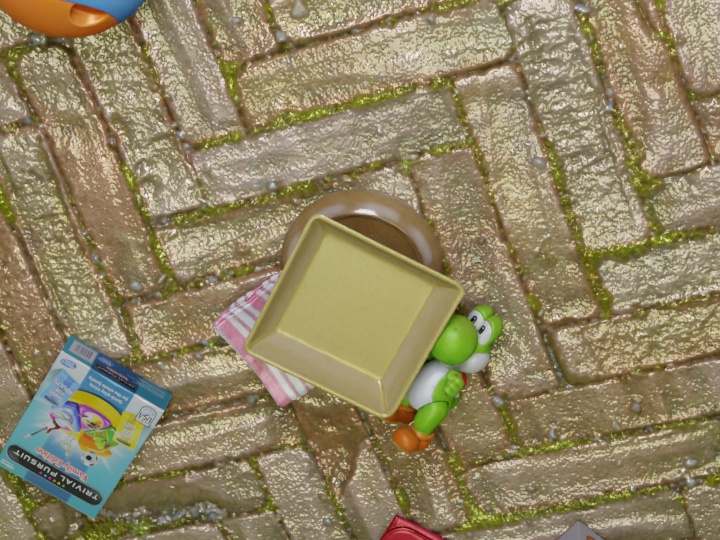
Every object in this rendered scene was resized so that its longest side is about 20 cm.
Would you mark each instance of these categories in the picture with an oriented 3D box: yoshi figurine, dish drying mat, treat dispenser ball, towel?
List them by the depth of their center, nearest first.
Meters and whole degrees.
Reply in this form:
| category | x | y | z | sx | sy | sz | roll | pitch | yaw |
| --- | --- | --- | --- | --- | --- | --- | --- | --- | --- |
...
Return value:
| category | x | y | z | sx | sy | sz | roll | pitch | yaw |
| --- | --- | --- | --- | --- | --- | --- | --- | --- | --- |
| treat dispenser ball | -0.310 | -0.348 | 1.554 | 0.200 | 0.201 | 0.202 | 2 | 114 | 5 |
| yoshi figurine | 0.088 | 0.120 | 1.774 | 0.112 | 0.112 | 0.200 | 35 | 111 | -2 |
| towel | -0.061 | 0.065 | 1.777 | 0.200 | 0.030 | 0.146 | -33 | 107 | 19 |
| dish drying mat | 0.116 | 0.396 | 1.941 | 0.199 | 0.018 | 0.077 | 28 | 115 | -7 |

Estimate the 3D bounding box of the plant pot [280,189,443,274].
| category | x | y | z | sx | sy | sz | roll | pitch | yaw |
| --- | --- | --- | --- | --- | --- | --- | --- | --- | --- |
| plant pot | 0.000 | 0.000 | 1.771 | 0.199 | 0.028 | 0.201 | 2 | 114 | 6 |

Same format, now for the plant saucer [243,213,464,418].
| category | x | y | z | sx | sy | sz | roll | pitch | yaw |
| --- | --- | --- | --- | --- | --- | --- | --- | --- | --- |
| plant saucer | -0.008 | 0.049 | 1.729 | 0.199 | 0.048 | 0.200 | 26 | 111 | -7 |

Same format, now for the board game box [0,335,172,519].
| category | x | y | z | sx | sy | sz | roll | pitch | yaw |
| --- | --- | --- | --- | --- | --- | --- | --- | --- | --- |
| board game box | -0.357 | 0.204 | 1.893 | 0.151 | 0.047 | 0.200 | 31 | 114 | -7 |

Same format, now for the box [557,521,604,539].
| category | x | y | z | sx | sy | sz | roll | pitch | yaw |
| --- | --- | --- | --- | --- | --- | --- | --- | --- | --- |
| box | 0.289 | 0.431 | 1.836 | 0.124 | 0.200 | 0.098 | 39 | 113 | -10 |
